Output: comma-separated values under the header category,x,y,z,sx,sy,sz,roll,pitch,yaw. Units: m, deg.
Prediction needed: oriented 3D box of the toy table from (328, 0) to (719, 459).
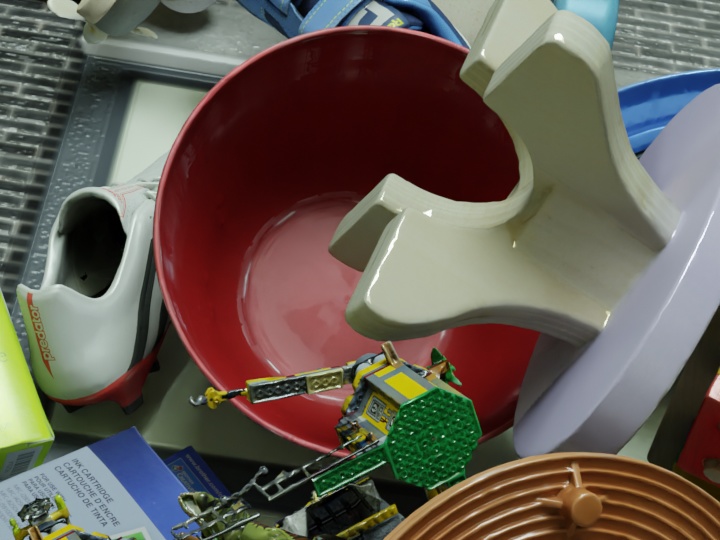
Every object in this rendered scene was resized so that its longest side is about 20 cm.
category,x,y,z,sx,sy,sz,roll,pitch,yaw
toy table,0.076,-0.023,0.823,0.117,0.184,0.200,34,42,-11

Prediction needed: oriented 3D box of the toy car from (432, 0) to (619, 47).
category,x,y,z,sx,sy,sz,roll,pitch,yaw
toy car,0.056,-0.190,1.180,0.184,0.177,0.200,11,1,1

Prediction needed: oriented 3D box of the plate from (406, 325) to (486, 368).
category,x,y,z,sx,sy,sz,roll,pitch,yaw
plate,0.048,-0.030,1.072,0.199,0.032,0.200,28,44,18

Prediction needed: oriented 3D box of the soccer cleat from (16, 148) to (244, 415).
category,x,y,z,sx,sy,sz,roll,pitch,yaw
soccer cleat,-0.105,-0.017,0.973,0.069,0.085,0.200,-1,38,24

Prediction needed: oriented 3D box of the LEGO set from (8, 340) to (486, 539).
category,x,y,z,sx,sy,sz,roll,pitch,yaw
LEGO set,-0.041,0.110,0.760,0.200,0.154,0.116,-34,26,-13

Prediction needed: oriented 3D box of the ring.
category,x,y,z,sx,sy,sz,roll,pitch,yaw
ring,0.071,0.164,0.740,0.200,0.201,0.019,-8,13,-21

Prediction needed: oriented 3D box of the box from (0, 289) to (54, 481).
category,x,y,z,sx,sy,sz,roll,pitch,yaw
box,-0.225,0.007,0.906,0.122,0.048,0.200,-13,68,-25

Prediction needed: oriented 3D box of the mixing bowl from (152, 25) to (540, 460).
category,x,y,z,sx,sy,sz,roll,pitch,yaw
mixing bowl,0.000,0.000,0.941,0.200,0.108,0.201,3,73,-9

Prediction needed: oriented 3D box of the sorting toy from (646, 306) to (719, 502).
category,x,y,z,sx,sy,sz,roll,pitch,yaw
sorting toy,0.218,0.097,0.844,0.199,0.200,0.070,25,63,10

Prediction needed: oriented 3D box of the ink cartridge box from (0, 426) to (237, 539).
category,x,y,z,sx,sy,sz,roll,pitch,yaw
ink cartridge box,-0.120,0.135,0.841,0.200,0.042,0.119,-20,50,-33

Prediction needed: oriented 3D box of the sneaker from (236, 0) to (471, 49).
category,x,y,z,sx,sy,sz,roll,pitch,yaw
sneaker,-0.005,-0.134,1.040,0.200,0.074,0.082,42,2,5

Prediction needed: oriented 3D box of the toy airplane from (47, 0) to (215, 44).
category,x,y,z,sx,sy,sz,roll,pitch,yaw
toy airplane,-0.112,-0.212,1.152,0.200,0.141,0.199,-41,29,-14

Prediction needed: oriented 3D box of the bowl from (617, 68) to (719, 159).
category,x,y,z,sx,sy,sz,roll,pitch,yaw
bowl,0.185,-0.036,1.019,0.200,0.039,0.201,-5,34,4
